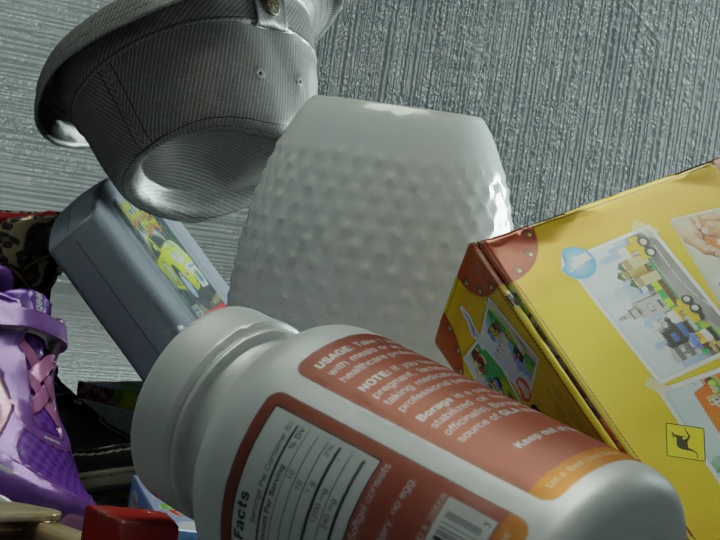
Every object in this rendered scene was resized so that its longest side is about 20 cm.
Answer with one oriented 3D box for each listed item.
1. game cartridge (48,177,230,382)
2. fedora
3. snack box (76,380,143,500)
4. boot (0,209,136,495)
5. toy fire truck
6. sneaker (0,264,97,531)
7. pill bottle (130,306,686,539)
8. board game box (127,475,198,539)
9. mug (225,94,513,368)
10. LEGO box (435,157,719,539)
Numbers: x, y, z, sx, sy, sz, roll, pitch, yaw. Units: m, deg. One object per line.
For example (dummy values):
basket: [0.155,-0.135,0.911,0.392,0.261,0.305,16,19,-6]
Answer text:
game cartridge: [-0.114,0.009,1.189,0.133,0.041,0.200,50,7,-1]
fedora: [-0.080,-0.086,1.151,0.177,0.091,0.200,-32,-18,21]
snack box: [-0.040,0.109,1.211,0.199,0.068,0.168,8,3,39]
boot: [-0.185,0.044,1.170,0.073,0.151,0.200,-2,6,-36]
toy fire truck: [-0.170,0.108,0.883,0.141,0.049,0.200,8,0,-25]
sneaker: [-0.178,0.056,1.045,0.080,0.089,0.200,38,6,-45]
pill bottle: [0.012,0.087,0.782,0.200,0.113,0.112,25,11,36]
board game box: [-0.006,0.136,1.002,0.199,0.037,0.151,7,2,-12]
mug: [0.000,0.000,1.100,0.147,0.176,0.200,7,5,-16]
LEGO box: [0.148,0.062,0.868,0.148,0.200,0.077,-19,-31,-25]
